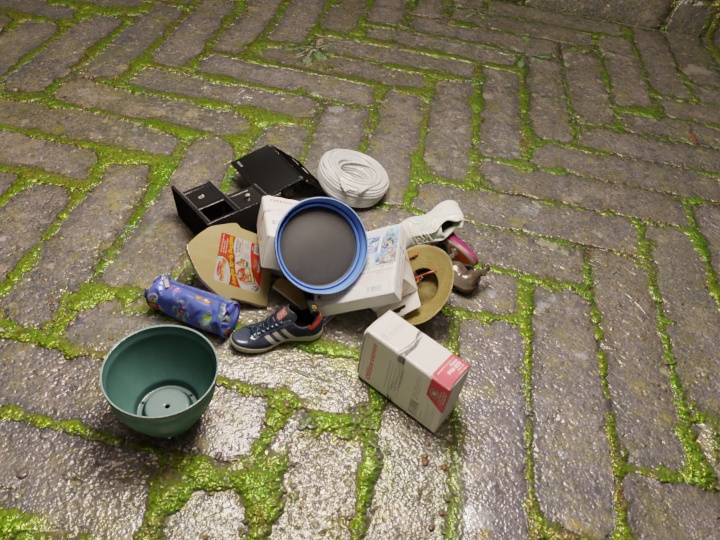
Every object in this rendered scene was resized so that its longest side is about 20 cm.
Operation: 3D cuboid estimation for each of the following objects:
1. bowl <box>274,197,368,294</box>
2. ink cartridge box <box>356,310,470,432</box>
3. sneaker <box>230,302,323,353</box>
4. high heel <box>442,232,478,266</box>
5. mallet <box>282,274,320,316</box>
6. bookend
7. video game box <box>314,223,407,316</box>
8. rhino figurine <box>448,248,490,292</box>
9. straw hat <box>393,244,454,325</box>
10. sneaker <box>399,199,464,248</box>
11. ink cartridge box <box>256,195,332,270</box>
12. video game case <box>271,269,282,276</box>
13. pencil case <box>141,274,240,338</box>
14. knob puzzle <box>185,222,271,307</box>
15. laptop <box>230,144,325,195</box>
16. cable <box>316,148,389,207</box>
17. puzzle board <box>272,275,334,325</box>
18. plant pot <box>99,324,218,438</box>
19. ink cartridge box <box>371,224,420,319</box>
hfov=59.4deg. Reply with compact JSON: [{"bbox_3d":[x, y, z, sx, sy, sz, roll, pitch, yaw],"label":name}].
[{"bbox_3d":[-0.083,-0.051,1.316,0.199,0.039,0.202,0,89,-18],"label":"bowl"},{"bbox_3d":[0.098,0.195,1.232,0.199,0.146,0.085,33,47,22],"label":"ink cartridge box"},{"bbox_3d":[-0.174,0.111,1.319,0.199,0.085,0.075,-12,47,-20],"label":"sneaker"},{"bbox_3d":[0.244,-0.087,1.600,0.096,0.068,0.200,-33,54,-23],"label":"high heel"},{"bbox_3d":[-0.129,0.037,1.350,0.065,0.041,0.200,6,27,-14],"label":"mallet"},{"bbox_3d":[-0.323,-0.159,1.544,0.199,0.093,0.199,-26,47,-26],"label":"bookend"},{"bbox_3d":[0.000,0.000,1.378,0.199,0.047,0.183,-12,52,27],"label":"video game box"},{"bbox_3d":[0.204,-0.011,1.525,0.199,0.060,0.088,25,54,21],"label":"rhino figurine"},{"bbox_3d":[0.151,0.043,1.435,0.085,0.201,0.202,31,26,-43],"label":"straw hat"},{"bbox_3d":[0.163,-0.100,1.552,0.199,0.071,0.080,-30,39,6],"label":"sneaker"},{"bbox_3d":[-0.153,-0.081,1.423,0.145,0.083,0.200,9,29,-17],"label":"ink cartridge box"},{"bbox_3d":[-0.211,-0.067,1.541,0.199,0.023,0.183,17,45,8],"label":"video game case"},{"bbox_3d":[-0.354,0.070,1.331,0.199,0.087,0.078,21,41,10],"label":"pencil case"},{"bbox_3d":[-0.295,-0.018,1.407,0.218,0.030,0.221,18,55,-28],"label":"knob puzzle"},{"bbox_3d":[-0.212,-0.247,1.694,0.177,0.103,0.200,47,14,32],"label":"laptop"},{"bbox_3d":[-0.019,-0.252,1.712,0.199,0.070,0.200,-12,49,-39],"label":"cable"},{"bbox_3d":[-0.084,0.026,1.457,0.150,0.017,0.200,36,50,11],"label":"puzzle board"},{"bbox_3d":[-0.356,0.218,1.143,0.198,0.135,0.201,5,43,-4],"label":"plant pot"},{"bbox_3d":[0.054,0.011,1.422,0.117,0.067,0.201,-28,51,19],"label":"ink cartridge box"}]
